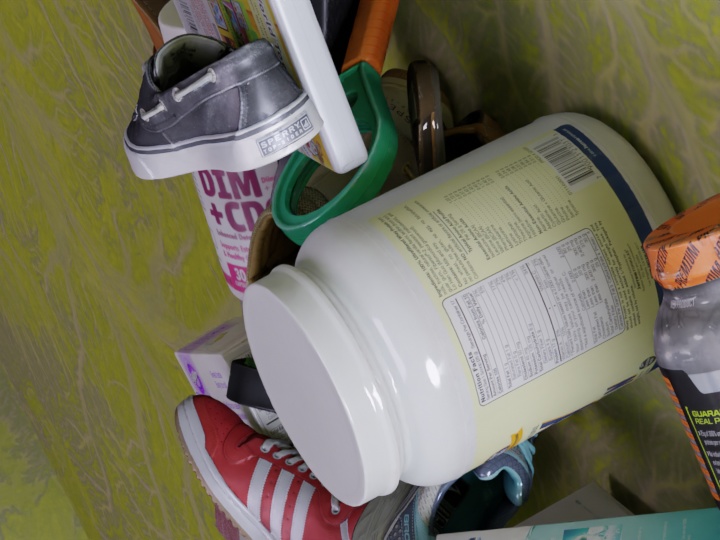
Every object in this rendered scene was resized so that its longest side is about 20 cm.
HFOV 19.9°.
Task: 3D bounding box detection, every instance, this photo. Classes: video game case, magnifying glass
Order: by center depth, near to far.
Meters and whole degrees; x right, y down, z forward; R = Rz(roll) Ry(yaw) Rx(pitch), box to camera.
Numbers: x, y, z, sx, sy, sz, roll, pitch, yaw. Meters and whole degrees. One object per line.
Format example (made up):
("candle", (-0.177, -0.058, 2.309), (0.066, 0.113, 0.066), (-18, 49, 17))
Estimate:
("video game case", (-0.072, -0.161, 1.091), (0.182, 0.023, 0.201), (33, 147, 61))
("magnifying glass", (-0.005, -0.094, 1.132), (0.079, 0.201, 0.022), (-26, 124, 37))

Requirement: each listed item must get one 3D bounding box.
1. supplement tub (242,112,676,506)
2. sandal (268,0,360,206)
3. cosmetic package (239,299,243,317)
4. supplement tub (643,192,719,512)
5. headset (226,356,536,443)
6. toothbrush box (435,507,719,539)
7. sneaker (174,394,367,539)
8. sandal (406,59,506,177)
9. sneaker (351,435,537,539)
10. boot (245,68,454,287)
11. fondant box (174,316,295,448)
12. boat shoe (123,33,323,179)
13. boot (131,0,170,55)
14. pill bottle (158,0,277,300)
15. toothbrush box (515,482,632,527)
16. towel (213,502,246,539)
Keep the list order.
("supplement tub", (0.055, 0.020, 1.044), (0.145, 0.199, 0.146), (52, 158, 31))
("sandal", (-0.032, -0.121, 1.208), (0.045, 0.075, 0.202), (15, 105, 20))
("cosmetic package", (0.003, 0.071, 1.423), (0.200, 0.087, 0.104), (47, 159, 38))
("supplement tub", (0.197, 0.062, 0.838), (0.201, 0.122, 0.122), (66, 161, -7))
("headset", (0.016, 0.070, 1.260), (0.123, 0.198, 0.095), (5, -84, -72))
("toothbrush box", (0.141, 0.209, 1.051), (0.085, 0.198, 0.147), (-69, -34, -59))
("sneaker", (-0.025, 0.133, 1.278), (0.200, 0.112, 0.071), (51, -164, 17))
("sandal", (0.065, -0.049, 1.154), (0.201, 0.054, 0.082), (65, -167, -50))
("sneaker", (0.075, 0.099, 1.152), (0.077, 0.201, 0.086), (32, 164, -23))
("boot", (0.000, 0.000, 1.227), (0.072, 0.156, 0.201), (22, 139, 24))
("fondant box", (-0.045, 0.131, 1.406), (0.201, 0.058, 0.144), (64, 163, -7))
("boat shoe", (-0.085, -0.091, 1.077), (0.068, 0.071, 0.200), (63, 162, -14))
("boot", (-0.138, -0.178, 1.513), (0.201, 0.073, 0.155), (63, 166, 12))
("pill bottle", (-0.060, -0.088, 1.348), (0.113, 0.113, 0.201), (32, 144, 57))
("toothbrush box", (0.119, 0.252, 1.234), (0.085, 0.146, 0.201), (38, 147, 51))
("towel", (-0.040, 0.206, 1.382), (0.200, 0.023, 0.144), (50, 158, 26))
